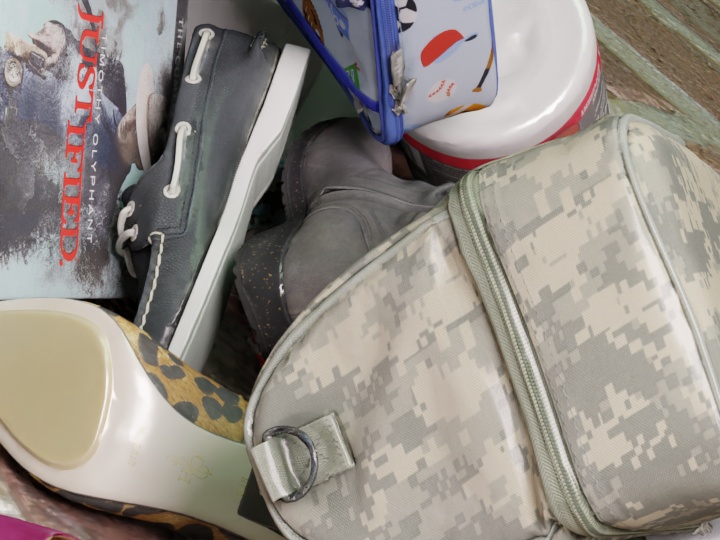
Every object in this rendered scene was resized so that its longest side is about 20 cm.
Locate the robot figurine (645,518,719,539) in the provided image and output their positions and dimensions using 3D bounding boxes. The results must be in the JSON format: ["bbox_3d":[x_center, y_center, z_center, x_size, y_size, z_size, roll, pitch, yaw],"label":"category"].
[{"bbox_3d":[0.126,0.124,0.891,0.168,0.114,0.200,9,26,-14],"label":"robot figurine"}]

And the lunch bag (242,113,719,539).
[{"bbox_3d":[0.063,0.043,0.759,0.200,0.167,0.141,7,63,-69],"label":"lunch bag"}]

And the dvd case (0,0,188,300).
[{"bbox_3d":[-0.131,-0.060,0.912,0.022,0.148,0.200,5,1,21],"label":"dvd case"}]

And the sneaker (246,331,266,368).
[{"bbox_3d":[-0.001,0.060,0.965,0.200,0.076,0.083,-117,-174,-77],"label":"sneaker"}]

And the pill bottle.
[{"bbox_3d":[0.077,-0.071,1.108,0.110,0.111,0.200,38,-11,23],"label":"pill bottle"}]

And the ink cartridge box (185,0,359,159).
[{"bbox_3d":[-0.043,-0.110,1.183,0.125,0.129,0.200,28,21,1],"label":"ink cartridge box"}]

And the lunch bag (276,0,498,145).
[{"bbox_3d":[-0.005,-0.156,0.967,0.075,0.161,0.201,-21,49,-14],"label":"lunch bag"}]

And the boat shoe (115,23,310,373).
[{"bbox_3d":[-0.078,-0.024,0.949,0.060,0.076,0.201,18,54,1],"label":"boat shoe"}]

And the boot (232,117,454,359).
[{"bbox_3d":[0.029,-0.024,0.954,0.200,0.131,0.070,-72,144,-61],"label":"boot"}]

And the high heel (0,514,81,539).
[{"bbox_3d":[-0.058,0.106,0.723,0.199,0.097,0.068,27,21,-6],"label":"high heel"}]

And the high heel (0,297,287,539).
[{"bbox_3d":[-0.072,0.074,0.865,0.199,0.072,0.143,24,-7,27],"label":"high heel"}]

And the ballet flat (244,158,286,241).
[{"bbox_3d":[0.000,0.000,1.086,0.199,0.075,0.074,20,23,-18],"label":"ballet flat"}]
